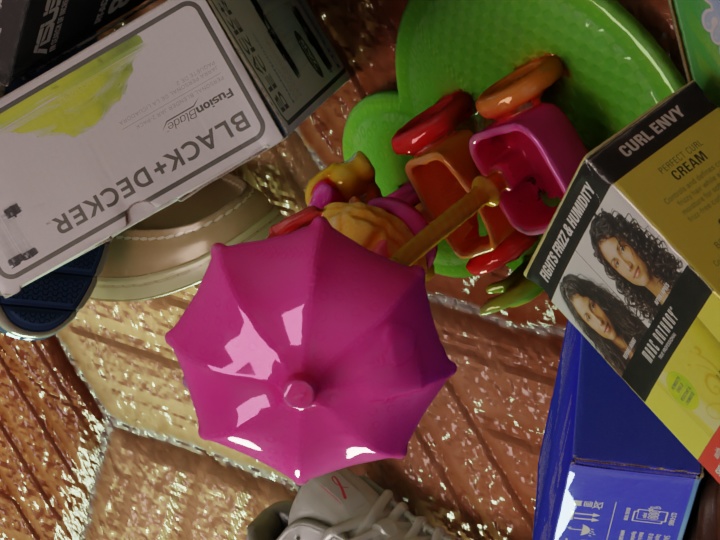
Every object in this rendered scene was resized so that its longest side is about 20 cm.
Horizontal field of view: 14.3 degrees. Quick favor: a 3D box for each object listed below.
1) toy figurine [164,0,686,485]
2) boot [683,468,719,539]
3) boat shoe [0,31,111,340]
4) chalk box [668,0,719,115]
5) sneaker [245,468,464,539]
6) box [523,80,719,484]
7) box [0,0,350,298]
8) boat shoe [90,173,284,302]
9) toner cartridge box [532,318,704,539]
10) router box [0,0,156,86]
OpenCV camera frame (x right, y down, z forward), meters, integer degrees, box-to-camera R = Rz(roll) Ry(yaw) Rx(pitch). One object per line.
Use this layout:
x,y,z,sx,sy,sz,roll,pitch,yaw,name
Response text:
0.000,0.000,1.026,0.200,0.184,0.151,-16,108,54,toy figurine
0.130,0.114,0.970,0.064,0.200,0.188,3,105,-2,boot
-0.146,-0.065,1.192,0.072,0.072,0.201,-17,67,47,boat shoe
0.166,-0.088,0.823,0.199,0.124,0.125,5,121,46,chalk box
0.009,0.130,1.218,0.199,0.078,0.100,-11,105,51,sneaker
0.136,0.044,0.812,0.200,0.050,0.075,48,151,13,box
-0.075,-0.059,1.043,0.116,0.200,0.060,-29,96,11,box
-0.111,-0.033,1.230,0.199,0.071,0.065,6,122,48,boat shoe
0.085,0.069,0.973,0.043,0.095,0.200,7,151,2,toner cartridge box
-0.075,-0.176,1.010,0.062,0.150,0.200,42,142,16,router box
